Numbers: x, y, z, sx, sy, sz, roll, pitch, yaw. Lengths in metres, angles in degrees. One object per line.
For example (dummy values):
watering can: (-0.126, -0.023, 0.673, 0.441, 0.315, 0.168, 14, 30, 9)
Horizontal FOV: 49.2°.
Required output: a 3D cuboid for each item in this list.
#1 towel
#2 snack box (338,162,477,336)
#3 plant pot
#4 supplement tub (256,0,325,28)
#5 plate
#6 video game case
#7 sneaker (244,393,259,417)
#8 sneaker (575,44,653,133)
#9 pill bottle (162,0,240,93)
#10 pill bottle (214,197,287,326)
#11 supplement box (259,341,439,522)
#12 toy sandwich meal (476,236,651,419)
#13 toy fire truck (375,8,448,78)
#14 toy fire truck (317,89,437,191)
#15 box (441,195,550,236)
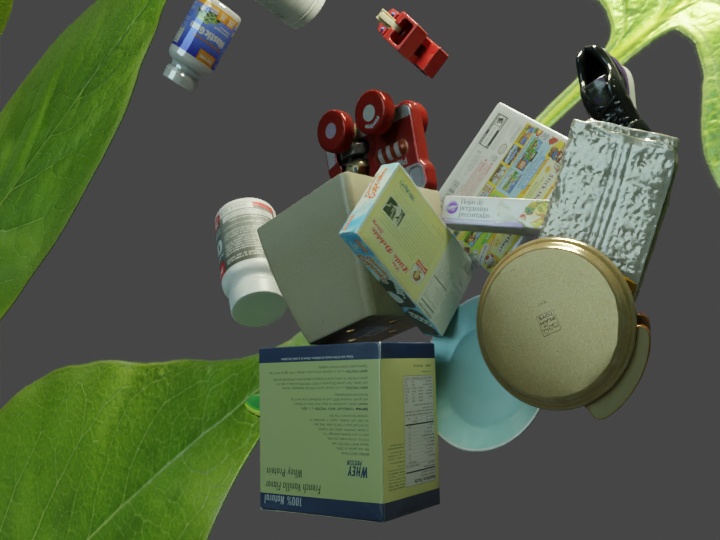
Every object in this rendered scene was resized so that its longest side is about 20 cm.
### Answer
towel: (0.280, -0.068, 0.908, 0.130, 0.034, 0.204, 19, 95, 27)
snack box: (0.066, -0.023, 1.007, 0.037, 0.201, 0.117, -1, 48, 48)
plant pot: (0.000, 0.000, 1.094, 0.198, 0.197, 0.181, -26, 69, 41)
supplement tub: (-0.171, -0.590, 1.555, 0.130, 0.198, 0.135, -22, 56, 36)
plate: (0.159, 0.128, 0.989, 0.198, 0.025, 0.204, -24, 55, 37)
video game case: (0.193, -0.113, 1.078, 0.202, 0.023, 0.182, -55, 42, 8)
sneaker: (-0.086, 0.184, 1.178, 0.196, 0.074, 0.085, -14, 62, 30)
sneaker: (0.302, -0.186, 0.954, 0.075, 0.087, 0.204, -30, 51, 30)
pill bottle: (-0.363, -0.508, 1.774, 0.112, 0.111, 0.203, 34, 96, 48)
pill bottle: (-0.186, -0.014, 1.344, 0.113, 0.113, 0.203, -36, 48, 26)
supplement box: (-0.015, 0.197, 0.998, 0.197, 0.133, 0.205, -7, 81, 35)
toy sandwich meal: (0.226, 0.061, 0.875, 0.201, 0.070, 0.211, -3, 85, 33)
toy fire truck: (0.068, -0.373, 1.246, 0.049, 0.140, 0.201, -48, 44, 14)
toy fire truck: (0.025, -0.174, 1.228, 0.197, 0.111, 0.172, -18, 77, 40)
box: (0.200, -0.068, 0.998, 0.196, 0.041, 0.040, 6, 80, 32)
